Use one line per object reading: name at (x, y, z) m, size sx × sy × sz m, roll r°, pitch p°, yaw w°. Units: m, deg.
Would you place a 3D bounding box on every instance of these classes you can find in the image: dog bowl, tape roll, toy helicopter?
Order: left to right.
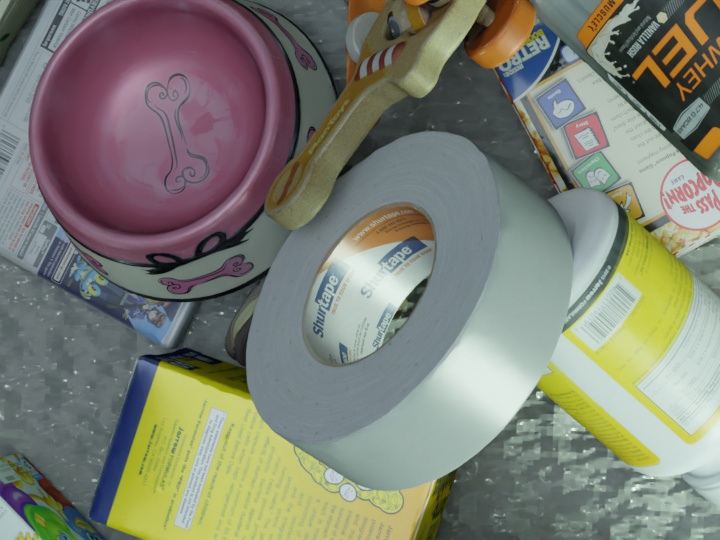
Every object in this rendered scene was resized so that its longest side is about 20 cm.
dog bowl at (-0.116, -0.086, 1.454) m, size 0.199 × 0.074 × 0.201 m, roll -5°, pitch 76°, yaw 18°
toy helicopter at (0.005, -0.113, 1.388) m, size 0.079 × 0.132 × 0.200 m, roll 36°, pitch 89°, yaw -26°
tape roll at (0.026, 0.022, 1.351) m, size 0.066 × 0.200 × 0.201 m, roll 34°, pitch 99°, yaw -35°

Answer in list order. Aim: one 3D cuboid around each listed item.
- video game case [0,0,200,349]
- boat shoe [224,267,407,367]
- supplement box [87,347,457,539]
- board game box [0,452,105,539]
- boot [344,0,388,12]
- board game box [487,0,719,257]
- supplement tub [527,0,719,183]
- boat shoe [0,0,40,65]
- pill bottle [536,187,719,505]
video game case at (-0.154, -0.079, 1.534) m, size 0.182 × 0.023 × 0.201 m, roll 29°, pitch 94°, yaw 9°
boat shoe at (0.000, 0.000, 1.479) m, size 0.200 × 0.074 × 0.073 m, roll -42°, pitch 83°, yaw 9°
supplement box at (-0.051, 0.132, 1.471) m, size 0.199 × 0.109 × 0.110 m, roll 19°, pitch 94°, yaw 9°
board game box at (-0.197, 0.226, 1.502) m, size 0.200 × 0.103 × 0.105 m, roll 45°, pitch 97°, yaw 8°
boot at (-0.036, -0.209, 1.486) m, size 0.199 × 0.072 × 0.155 m, roll -31°, pitch 87°, yaw 6°
board game box at (0.175, -0.109, 1.459) m, size 0.151 × 0.046 × 0.201 m, roll -28°, pitch 86°, yaw 9°
supplement tub at (0.203, -0.136, 1.368) m, size 0.200 × 0.123 × 0.123 m, roll 43°, pitch 98°, yaw 7°
boat shoe at (-0.242, -0.185, 1.523) m, size 0.067 × 0.072 × 0.200 m, roll 37°, pitch 99°, yaw 4°
pill bottle at (0.169, 0.051, 1.400) m, size 0.200 × 0.112 × 0.112 m, roll 41°, pitch 98°, yaw -22°
